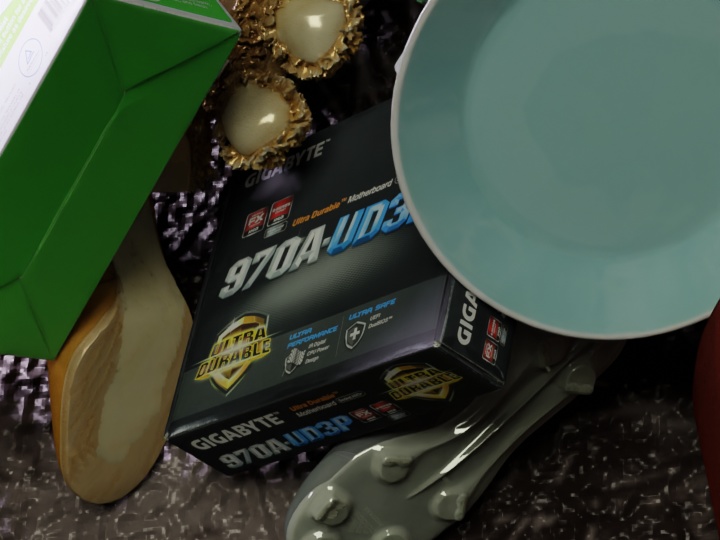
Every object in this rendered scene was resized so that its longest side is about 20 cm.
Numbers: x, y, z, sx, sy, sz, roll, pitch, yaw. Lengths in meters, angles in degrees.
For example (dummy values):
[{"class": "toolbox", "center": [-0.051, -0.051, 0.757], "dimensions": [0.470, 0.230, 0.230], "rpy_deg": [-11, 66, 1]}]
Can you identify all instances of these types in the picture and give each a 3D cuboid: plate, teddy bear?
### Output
[{"class": "plate", "center": [0.111, -0.068, 1.234], "dimensions": [0.199, 0.201, 0.026], "rpy_deg": [-23, 18, 3]}, {"class": "teddy bear", "center": [-0.050, -0.104, 1.427], "dimensions": [0.200, 0.066, 0.146], "rpy_deg": [-4, 65, 64]}]

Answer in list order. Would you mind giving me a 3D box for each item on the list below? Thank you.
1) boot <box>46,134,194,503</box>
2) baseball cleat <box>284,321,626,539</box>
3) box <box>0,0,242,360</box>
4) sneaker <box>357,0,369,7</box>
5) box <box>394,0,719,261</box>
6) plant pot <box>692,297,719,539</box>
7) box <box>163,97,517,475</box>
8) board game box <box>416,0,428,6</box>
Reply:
[{"class": "boot", "center": [-0.147, 0.005, 1.439], "dimensions": [0.144, 0.070, 0.203], "rpy_deg": [16, 99, 51]}, {"class": "baseball cleat", "center": [0.041, 0.062, 1.362], "dimensions": [0.200, 0.070, 0.107], "rpy_deg": [-36, 31, 4]}, {"class": "box", "center": [-0.175, -0.091, 1.363], "dimensions": [0.201, 0.096, 0.177], "rpy_deg": [-59, 45, 22]}, {"class": "sneaker", "center": [0.051, -0.208, 1.491], "dimensions": [0.086, 0.075, 0.200], "rpy_deg": [29, 74, 21]}, {"class": "box", "center": [0.140, -0.100, 1.261], "dimensions": [0.199, 0.041, 0.156], "rpy_deg": [31, 102, -12]}, {"class": "plant pot", "center": [0.242, 0.084, 1.219], "dimensions": [0.199, 0.176, 0.201], "rpy_deg": [-13, 60, 10]}, {"class": "box", "center": [0.000, 0.000, 1.345], "dimensions": [0.199, 0.046, 0.160], "rpy_deg": [-21, 47, 45]}, {"class": "board game box", "center": [0.031, -0.147, 1.362], "dimensions": [0.104, 0.200, 0.024], "rpy_deg": [27, 101, -13]}]
